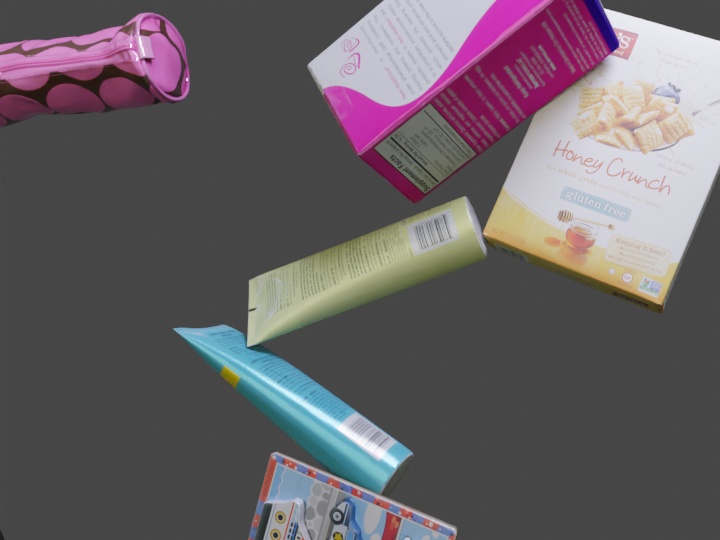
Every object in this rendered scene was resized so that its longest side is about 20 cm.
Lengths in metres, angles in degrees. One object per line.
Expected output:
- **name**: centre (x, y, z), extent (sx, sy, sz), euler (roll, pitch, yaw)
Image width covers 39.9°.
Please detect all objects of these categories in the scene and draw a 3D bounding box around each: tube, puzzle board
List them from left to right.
- **tube**: centre (-0.051, 0.099, 0.758), extent (0.199, 0.077, 0.051), euler (37, 97, 17)
- **puzzle board**: centre (-0.026, 0.252, 0.715), extent (0.149, 0.017, 0.203), euler (18, 96, 19)
- **tube**: centre (0.000, 0.000, 0.777), extent (0.198, 0.058, 0.053), euler (-21, 88, 11)

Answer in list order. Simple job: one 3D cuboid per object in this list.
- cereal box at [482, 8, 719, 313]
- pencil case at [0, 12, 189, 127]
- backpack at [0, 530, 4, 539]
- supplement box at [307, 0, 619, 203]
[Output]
- **cereal box**: centre (0.195, -0.088, 0.744), extent (0.143, 0.040, 0.202), euler (21, 84, 21)
- **pencil case**: centre (-0.254, -0.174, 0.868), extent (0.197, 0.094, 0.092), euler (-7, 75, 14)
- **backpack**: centre (-0.390, 0.236, 0.753), extent (0.182, 0.200, 0.135), euler (-34, 70, 7)
- **supplement box**: centre (0.075, -0.161, 0.742), extent (0.199, 0.103, 0.102), euler (-36, 58, 13)
